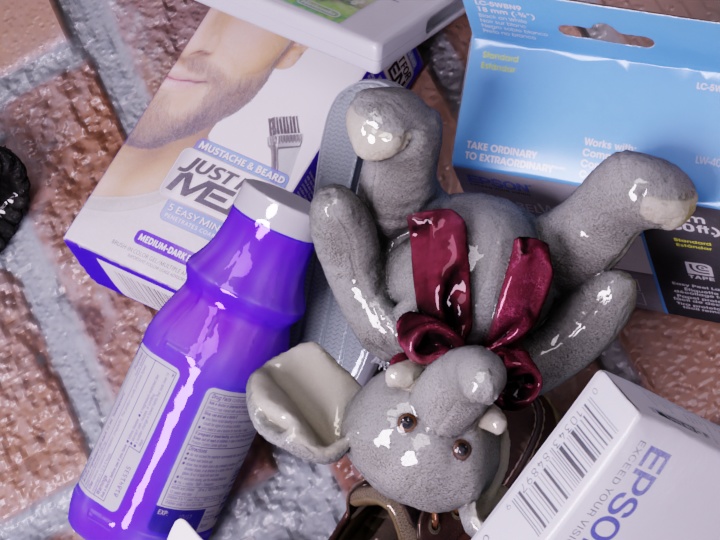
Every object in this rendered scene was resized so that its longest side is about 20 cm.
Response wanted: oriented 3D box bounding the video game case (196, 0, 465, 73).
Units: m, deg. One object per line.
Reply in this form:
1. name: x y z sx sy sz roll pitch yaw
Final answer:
1. video game case: -0.022 -0.186 1.231 0.200 0.022 0.182 24 40 25

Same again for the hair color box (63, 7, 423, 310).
1. hair color box: -0.063 -0.068 1.214 0.109 0.065 0.200 23 71 24

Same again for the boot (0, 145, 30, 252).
1. boot: -0.307 -0.018 1.250 0.158 0.079 0.211 34 77 27

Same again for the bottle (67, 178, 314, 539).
1. bottle: -0.078 0.052 1.109 0.065 0.083 0.200 29 101 23

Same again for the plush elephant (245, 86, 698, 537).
1. plush elephant: 0.040 0.038 1.003 0.164 0.200 0.155 18 48 -11

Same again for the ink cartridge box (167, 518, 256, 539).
1. ink cartridge box: -0.053 0.208 1.000 0.067 0.200 0.117 -17 50 -42

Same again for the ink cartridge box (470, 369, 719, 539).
1. ink cartridge box: 0.120 0.159 0.936 0.200 0.200 0.041 -55 37 14

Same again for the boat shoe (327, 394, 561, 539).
1. boat shoe: 0.026 0.129 1.084 0.072 0.072 0.200 38 78 28

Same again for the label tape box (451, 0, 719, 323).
1. label tape box: 0.124 -0.051 1.072 0.144 0.200 0.063 11 67 21

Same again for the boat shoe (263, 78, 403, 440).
1. boat shoe: 0.000 0.000 1.160 0.073 0.067 0.200 21 94 24
